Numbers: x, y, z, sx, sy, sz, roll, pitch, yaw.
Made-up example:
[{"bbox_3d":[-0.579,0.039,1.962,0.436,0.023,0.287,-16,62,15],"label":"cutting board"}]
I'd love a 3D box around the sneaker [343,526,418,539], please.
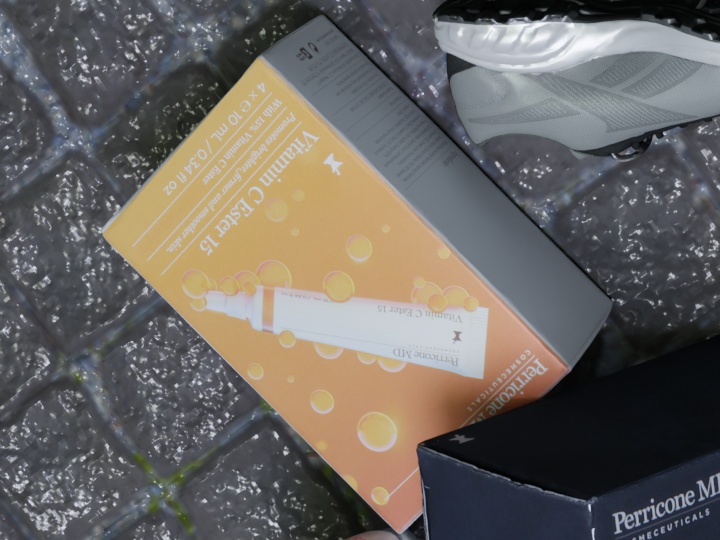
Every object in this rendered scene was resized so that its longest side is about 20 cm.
[{"bbox_3d":[-0.004,0.207,1.174,0.078,0.099,0.201,39,130,31],"label":"sneaker"}]

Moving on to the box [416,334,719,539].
[{"bbox_3d":[0.142,0.152,1.088,0.124,0.199,0.198,12,114,53],"label":"box"}]

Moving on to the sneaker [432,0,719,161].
[{"bbox_3d":[0.132,-0.088,1.107,0.199,0.074,0.080,4,117,24],"label":"sneaker"}]

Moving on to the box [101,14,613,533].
[{"bbox_3d":[0.000,0.000,1.157,0.200,0.097,0.124,44,114,1],"label":"box"}]
